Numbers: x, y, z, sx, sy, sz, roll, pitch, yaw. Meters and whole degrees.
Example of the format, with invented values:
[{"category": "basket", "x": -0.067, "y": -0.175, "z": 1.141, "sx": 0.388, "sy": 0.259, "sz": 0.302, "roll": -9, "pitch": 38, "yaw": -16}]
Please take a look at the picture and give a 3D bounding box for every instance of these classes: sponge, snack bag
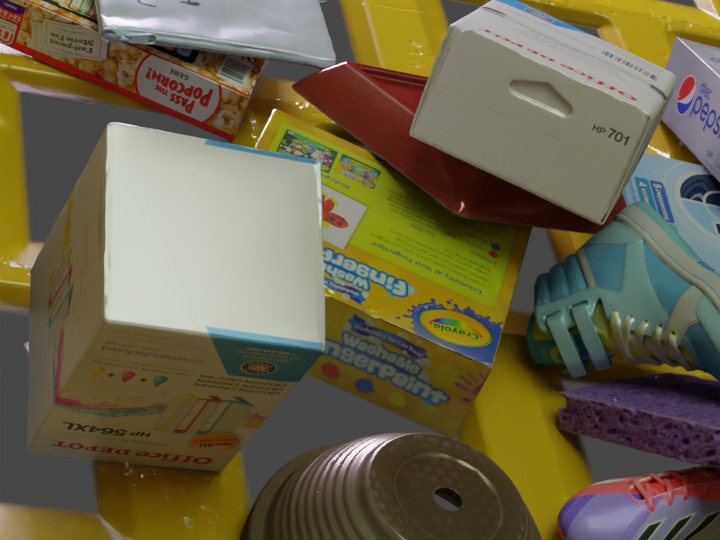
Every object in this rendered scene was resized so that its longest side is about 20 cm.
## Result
[{"category": "sponge", "x": 0.234, "y": 0.100, "z": 1.289, "sx": 0.111, "sy": 0.030, "sz": 0.199, "roll": -6, "pitch": 10, "yaw": -35}, {"category": "snack bag", "x": -0.116, "y": -0.216, "z": 1.476, "sx": 0.187, "sy": 0.021, "sz": 0.201, "roll": 6, "pitch": 41, "yaw": -23}]

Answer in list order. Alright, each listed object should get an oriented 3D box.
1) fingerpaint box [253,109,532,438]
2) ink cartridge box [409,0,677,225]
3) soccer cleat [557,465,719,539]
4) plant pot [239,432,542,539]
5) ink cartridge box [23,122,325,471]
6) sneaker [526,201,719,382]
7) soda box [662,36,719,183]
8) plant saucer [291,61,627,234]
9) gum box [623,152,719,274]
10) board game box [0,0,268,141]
[{"category": "fingerpaint box", "x": 0.000, "y": 0.000, "z": 1.327, "sx": 0.199, "sy": 0.074, "sz": 0.167, "roll": 23, "pitch": 37, "yaw": -2}, {"category": "ink cartridge box", "x": 0.130, "y": -0.116, "z": 1.364, "sx": 0.146, "sy": 0.086, "sz": 0.200, "roll": 26, "pitch": 19, "yaw": 7}, {"category": "soccer cleat", "x": 0.216, "y": 0.147, "z": 1.275, "sx": 0.199, "sy": 0.077, "sz": 0.067, "roll": 1, "pitch": 44, "yaw": -28}, {"category": "plant pot", "x": 0.036, "y": 0.162, "z": 1.149, "sx": 0.199, "sy": 0.093, "sz": 0.202, "roll": 16, "pitch": 40, "yaw": -14}, {"category": "ink cartridge box", "x": -0.114, "y": 0.027, "z": 1.151, "sx": 0.128, "sy": 0.200, "sz": 0.126, "roll": 8, "pitch": 59, "yaw": -20}, {"category": "sneaker", "x": 0.189, "y": 0.048, "z": 1.338, "sx": 0.130, "sy": 0.080, "sz": 0.200, "roll": -32, "pitch": 38, "yaw": -4}, {"category": "soda box", "x": 0.299, "y": -0.121, "z": 1.584, "sx": 0.063, "sy": 0.069, "sz": 0.200, "roll": 12, "pitch": 20, "yaw": -16}, {"category": "plant saucer", "x": 0.081, "y": -0.093, "z": 1.434, "sx": 0.199, "sy": 0.037, "sz": 0.200, "roll": 5, "pitch": 27, "yaw": -45}, {"category": "gum box", "x": 0.277, "y": -0.008, "z": 1.511, "sx": 0.198, "sy": 0.045, "sz": 0.171, "roll": 11, "pitch": 41, "yaw": -16}, {"category": "board game box", "x": -0.161, "y": -0.191, "z": 1.479, "sx": 0.199, "sy": 0.046, "sz": 0.152, "roll": 23, "pitch": 39, "yaw": -3}]
